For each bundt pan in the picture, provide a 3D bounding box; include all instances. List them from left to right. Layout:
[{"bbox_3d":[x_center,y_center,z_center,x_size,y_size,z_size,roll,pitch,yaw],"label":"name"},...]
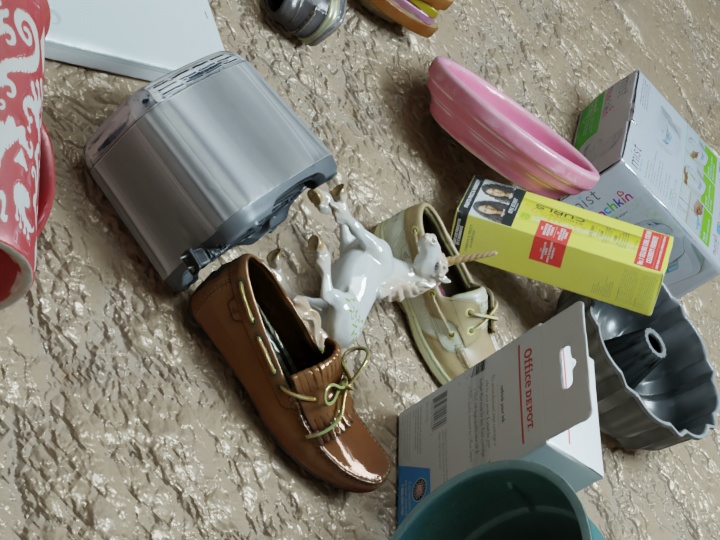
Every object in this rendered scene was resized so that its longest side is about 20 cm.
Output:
[{"bbox_3d":[0.258,0.086,1.539,0.201,0.075,0.204,31,41,-32],"label":"bundt pan"}]

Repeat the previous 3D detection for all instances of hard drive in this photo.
[{"bbox_3d":[-0.197,-0.216,1.276,0.199,0.026,0.133,7,56,-49],"label":"hard drive"}]

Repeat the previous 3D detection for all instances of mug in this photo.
[{"bbox_3d":[-0.243,-0.077,1.008,0.176,0.133,0.202,19,50,-39],"label":"mug"}]

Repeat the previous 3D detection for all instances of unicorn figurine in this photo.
[{"bbox_3d":[0.000,0.000,1.280,0.200,0.073,0.138,-49,121,-26],"label":"unicorn figurine"}]

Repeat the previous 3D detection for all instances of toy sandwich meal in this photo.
[{"bbox_3d":[0.030,-0.334,1.622,0.204,0.070,0.207,32,40,-31],"label":"toy sandwich meal"}]

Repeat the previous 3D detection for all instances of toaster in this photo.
[{"bbox_3d":[-0.117,-0.076,1.181,0.130,0.113,0.200,51,36,1],"label":"toaster"}]

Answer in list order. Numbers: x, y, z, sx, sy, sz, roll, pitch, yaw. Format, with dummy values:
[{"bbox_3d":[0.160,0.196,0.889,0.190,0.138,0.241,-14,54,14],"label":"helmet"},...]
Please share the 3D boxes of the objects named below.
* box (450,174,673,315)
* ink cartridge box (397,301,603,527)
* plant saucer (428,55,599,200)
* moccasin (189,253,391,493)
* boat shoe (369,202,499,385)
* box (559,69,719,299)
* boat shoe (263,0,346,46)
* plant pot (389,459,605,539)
[{"bbox_3d":[0.186,-0.024,1.475,0.198,0.051,0.075,19,35,10],"label":"box"},{"bbox_3d":[0.119,0.125,1.220,0.068,0.199,0.117,32,39,-29],"label":"ink cartridge box"},{"bbox_3d":[0.141,-0.132,1.553,0.199,0.051,0.201,34,13,-9],"label":"plant saucer"},{"bbox_3d":[-0.040,0.076,1.170,0.203,0.077,0.074,57,33,-4],"label":"moccasin"},{"bbox_3d":[0.081,0.034,1.371,0.201,0.066,0.074,57,34,3],"label":"boat shoe"},{"bbox_3d":[0.321,-0.093,1.756,0.176,0.096,0.201,43,35,-16],"label":"box"},{"bbox_3d":[-0.063,-0.305,1.478,0.073,0.074,0.202,20,46,-41],"label":"boat shoe"},{"bbox_3d":[0.135,0.270,1.138,0.196,0.199,0.202,39,36,-34],"label":"plant pot"}]
